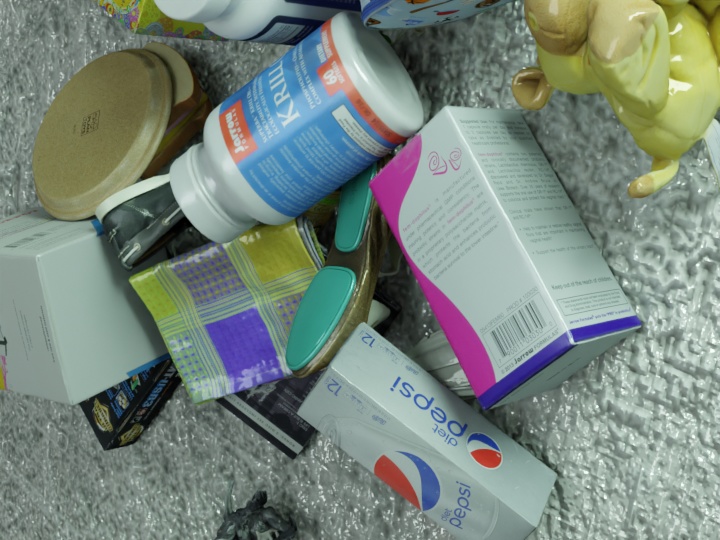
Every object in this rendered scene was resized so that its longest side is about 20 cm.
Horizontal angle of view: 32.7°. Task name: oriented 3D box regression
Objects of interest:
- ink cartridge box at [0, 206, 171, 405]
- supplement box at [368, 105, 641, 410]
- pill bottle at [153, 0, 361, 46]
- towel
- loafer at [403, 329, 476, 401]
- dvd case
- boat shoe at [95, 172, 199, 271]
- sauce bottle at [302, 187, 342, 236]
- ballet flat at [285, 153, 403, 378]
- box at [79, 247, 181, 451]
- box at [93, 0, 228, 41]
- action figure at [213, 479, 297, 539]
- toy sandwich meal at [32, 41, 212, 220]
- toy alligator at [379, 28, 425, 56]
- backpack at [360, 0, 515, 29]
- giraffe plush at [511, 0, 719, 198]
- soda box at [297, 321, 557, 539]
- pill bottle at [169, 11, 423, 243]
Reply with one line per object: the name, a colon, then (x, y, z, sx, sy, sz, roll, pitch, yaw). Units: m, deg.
ink cartridge box: (-0.299, 0.027, 1.196, 0.198, 0.146, 0.147, 5, 112, 41)
supplement box: (0.106, -0.014, 0.929, 0.101, 0.102, 0.202, -41, 69, 38)
pill bottle: (-0.072, -0.245, 1.005, 0.114, 0.198, 0.118, 4, 97, 41)
towel: (-0.102, 0.038, 1.093, 0.197, 0.023, 0.146, -16, 106, 26)
loafer: (0.042, 0.106, 1.021, 0.199, 0.069, 0.071, -31, 65, 39)
dvd case: (-0.071, 0.061, 1.113, 0.148, 0.016, 0.201, 36, 119, 3)
boat shoe: (-0.138, -0.065, 1.115, 0.068, 0.198, 0.072, 63, 172, 13)
sauce bottle: (-0.073, -0.034, 1.119, 0.065, 0.064, 0.201, 50, 126, 27)
ballet flat: (0.000, 0.000, 1.027, 0.067, 0.072, 0.203, 7, 78, 51)
box: (-0.259, 0.053, 1.307, 0.199, 0.049, 0.201, -51, 62, 34)
box: (-0.191, -0.353, 1.159, 0.192, 0.121, 0.202, 39, 118, 32)
action figure: (-0.088, 0.286, 1.138, 0.200, 0.101, 0.120, 42, 131, 30)
toy sandwich meal: (-0.239, -0.133, 1.209, 0.203, 0.070, 0.208, -18, 57, 30)
toy alligator: (-0.007, -0.163, 1.044, 0.198, 0.059, 0.055, -18, 75, 35)
backpack: (0.053, -0.262, 0.913, 0.189, 0.197, 0.157, 0, 93, 55)
giraffe plush: (0.181, -0.164, 0.837, 0.162, 0.171, 0.202, 39, 153, 44)
soda box: (0.052, 0.136, 0.956, 0.199, 0.068, 0.064, 38, 128, 1)
pill bottle: (-0.056, -0.107, 0.990, 0.199, 0.112, 0.114, -34, 71, 22)
